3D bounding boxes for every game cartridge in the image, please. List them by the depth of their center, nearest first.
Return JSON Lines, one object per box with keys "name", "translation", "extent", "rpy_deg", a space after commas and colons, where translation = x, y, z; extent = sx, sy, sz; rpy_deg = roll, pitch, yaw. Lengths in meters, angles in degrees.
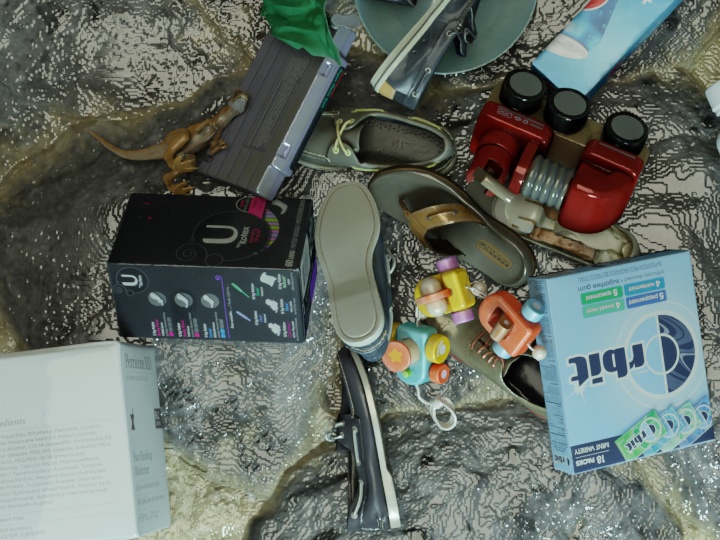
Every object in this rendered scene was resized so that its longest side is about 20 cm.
{"name": "game cartridge", "translation": [-0.088, -0.176, 1.683], "extent": [0.129, 0.038, 0.200], "rpy_deg": [22, 84, 47]}

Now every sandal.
{"name": "sandal", "translation": [0.092, -0.041, 1.669], "extent": [0.200, 0.082, 0.055], "rpy_deg": [38, 44, 2]}

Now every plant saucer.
{"name": "plant saucer", "translation": [0.093, -0.308, 1.716], "extent": [0.200, 0.039, 0.202], "rpy_deg": [0, 85, 5]}

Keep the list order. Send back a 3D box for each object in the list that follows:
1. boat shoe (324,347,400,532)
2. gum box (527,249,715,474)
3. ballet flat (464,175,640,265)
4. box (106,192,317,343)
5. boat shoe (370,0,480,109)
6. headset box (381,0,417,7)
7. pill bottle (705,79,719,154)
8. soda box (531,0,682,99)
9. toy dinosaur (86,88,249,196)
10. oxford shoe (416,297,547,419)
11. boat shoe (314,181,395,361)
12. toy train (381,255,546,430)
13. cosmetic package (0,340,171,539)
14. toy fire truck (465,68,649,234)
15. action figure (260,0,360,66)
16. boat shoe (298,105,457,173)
{"name": "boat shoe", "translation": [-0.006, 0.178, 1.663], "extent": [0.063, 0.073, 0.201], "rpy_deg": [-13, 88, 1]}
{"name": "gum box", "translation": [0.267, 0.091, 1.610], "extent": [0.169, 0.045, 0.201], "rpy_deg": [-10, 96, -20]}
{"name": "ballet flat", "translation": [0.203, -0.053, 1.669], "extent": [0.199, 0.064, 0.068], "rpy_deg": [23, 88, 7]}
{"name": "box", "translation": [-0.151, -0.003, 1.652], "extent": [0.199, 0.106, 0.122], "rpy_deg": [1, 40, 6]}
{"name": "boat shoe", "translation": [0.095, -0.253, 1.657], "extent": [0.062, 0.075, 0.200], "rpy_deg": [41, 94, 2]}
{"name": "headset box", "translation": [-0.018, -0.389, 1.677], "extent": [0.199, 0.093, 0.175], "rpy_deg": [14, 81, 24]}
{"name": "pill bottle", "translation": [0.436, -0.114, 1.630], "extent": [0.110, 0.111, 0.200], "rpy_deg": [-25, 83, 3]}
{"name": "soda box", "translation": [0.272, -0.264, 1.683], "extent": [0.068, 0.064, 0.200], "rpy_deg": [43, 89, 7]}
{"name": "toy dinosaur", "translation": [-0.200, -0.132, 1.710], "extent": [0.199, 0.060, 0.106], "rpy_deg": [-19, 45, 16]}
{"name": "oxford shoe", "translation": [0.144, 0.081, 1.656], "extent": [0.200, 0.075, 0.071], "rpy_deg": [35, 89, 8]}
{"name": "boat shoe", "translation": [0.000, 0.000, 1.658], "extent": [0.075, 0.062, 0.200], "rpy_deg": [-18, 58, 9]}
{"name": "toy train", "translation": [0.094, 0.075, 1.616], "extent": [0.150, 0.056, 0.200], "rpy_deg": [53, 128, 18]}
{"name": "cosmetic package", "translation": [-0.301, 0.181, 1.643], "extent": [0.164, 0.165, 0.201], "rpy_deg": [-6, 85, 4]}
{"name": "toy fire truck", "translation": [0.185, -0.098, 1.594], "extent": [0.176, 0.129, 0.200], "rpy_deg": [25, 52, 8]}
{"name": "action figure", "translation": [-0.060, -0.273, 1.630], "extent": [0.055, 0.200, 0.119], "rpy_deg": [-12, 103, -23]}
{"name": "boat shoe", "translation": [0.003, -0.142, 1.697], "extent": [0.201, 0.060, 0.072], "rpy_deg": [7, 85, 6]}
